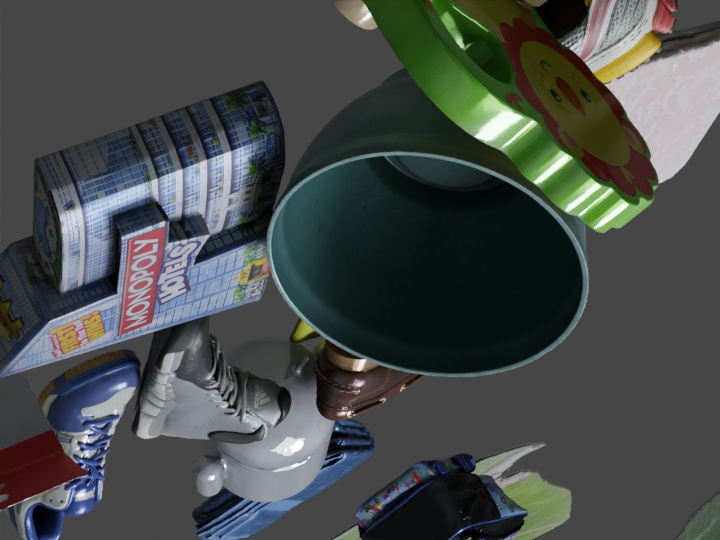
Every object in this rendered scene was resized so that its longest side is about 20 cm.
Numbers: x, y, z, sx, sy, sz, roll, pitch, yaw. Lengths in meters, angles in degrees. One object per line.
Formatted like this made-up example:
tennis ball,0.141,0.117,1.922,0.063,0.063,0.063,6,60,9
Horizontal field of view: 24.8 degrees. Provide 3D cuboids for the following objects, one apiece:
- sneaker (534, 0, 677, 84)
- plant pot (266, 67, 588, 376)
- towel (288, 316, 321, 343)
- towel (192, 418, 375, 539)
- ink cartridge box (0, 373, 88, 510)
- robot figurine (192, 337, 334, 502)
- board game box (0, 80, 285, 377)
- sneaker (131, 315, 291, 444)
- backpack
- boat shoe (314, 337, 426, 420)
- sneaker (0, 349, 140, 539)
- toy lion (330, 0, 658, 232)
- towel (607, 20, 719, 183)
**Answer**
sneaker,0.107,-0.144,1.077,0.082,0.078,0.200,25,132,-35
plant pot,0.050,-0.048,1.040,0.199,0.135,0.201,7,139,6
towel,0.000,0.000,1.349,0.086,0.018,0.200,-16,157,-26
towel,-0.079,0.230,1.765,0.200,0.049,0.112,-35,161,14
ink cartridge box,-0.277,0.123,1.053,0.160,0.050,0.200,-22,-168,-20
robot figurine,-0.080,0.128,1.402,0.170,0.113,0.200,-46,168,-23
board game box,-0.148,-0.013,1.024,0.199,0.062,0.200,-23,160,-21
sneaker,-0.103,0.076,1.228,0.115,0.075,0.200,12,153,-9
backpack,0.118,0.331,2.175,0.182,0.135,0.199,-42,157,31
boat shoe,0.029,0.065,1.374,0.199,0.070,0.071,-23,131,-46
sneaker,-0.217,0.140,1.272,0.075,0.088,0.200,-8,150,-44
toy lion,0.089,-0.107,0.929,0.069,0.192,0.200,-40,158,27
towel,0.217,-0.118,1.306,0.199,0.032,0.191,-18,149,-35
